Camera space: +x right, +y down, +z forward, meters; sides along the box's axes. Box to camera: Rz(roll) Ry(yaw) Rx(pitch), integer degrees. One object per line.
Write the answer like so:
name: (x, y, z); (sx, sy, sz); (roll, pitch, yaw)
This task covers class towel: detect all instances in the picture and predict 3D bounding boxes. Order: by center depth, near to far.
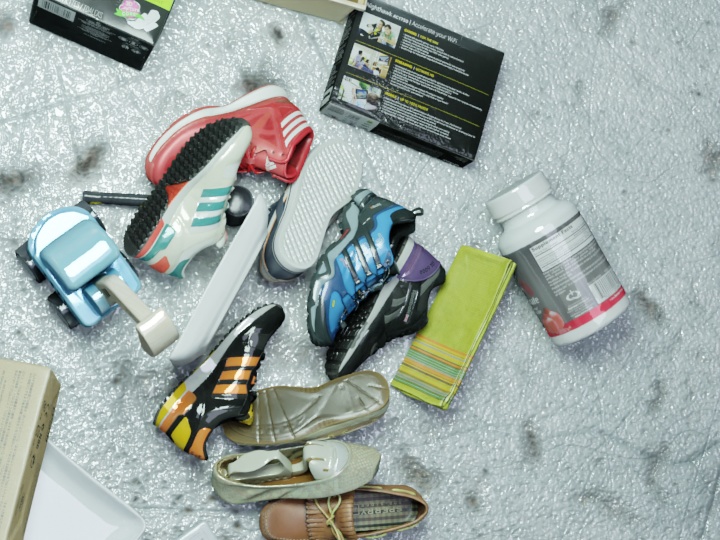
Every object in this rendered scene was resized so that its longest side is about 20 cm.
towel: (0.112, 0.066, 1.732); (0.018, 0.086, 0.201); (41, 72, -53)

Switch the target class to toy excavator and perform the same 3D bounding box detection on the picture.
toy excavator: (-0.283, 0.013, 1.556); (0.100, 0.200, 0.195); (-37, 95, -16)

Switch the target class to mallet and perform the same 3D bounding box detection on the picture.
mallet: (-0.223, -0.078, 1.674); (0.198, 0.066, 0.042); (2, 80, -1)

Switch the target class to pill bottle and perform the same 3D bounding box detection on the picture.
pill bottle: (0.238, -0.018, 1.761); (0.110, 0.111, 0.201); (-31, 93, -17)

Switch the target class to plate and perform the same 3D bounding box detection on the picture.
plate: (-0.373, 0.295, 1.579); (0.200, 0.032, 0.200); (41, 75, -8)
plate: (-0.152, 0.020, 1.587); (0.032, 0.200, 0.201); (28, 82, -4)

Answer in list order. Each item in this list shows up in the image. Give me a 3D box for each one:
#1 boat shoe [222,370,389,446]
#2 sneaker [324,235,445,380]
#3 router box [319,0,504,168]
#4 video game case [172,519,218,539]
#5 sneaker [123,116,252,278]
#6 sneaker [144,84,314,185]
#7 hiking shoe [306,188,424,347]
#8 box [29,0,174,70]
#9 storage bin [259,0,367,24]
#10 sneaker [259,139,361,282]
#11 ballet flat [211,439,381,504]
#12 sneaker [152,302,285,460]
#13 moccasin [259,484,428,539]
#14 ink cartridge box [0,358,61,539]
boat shoe: (-0.060, 0.172, 1.670); (0.198, 0.066, 0.075); (-10, 62, 4)
sneaker: (0.037, 0.061, 1.715); (0.087, 0.076, 0.201); (36, 76, -16)
router box: (0.065, -0.232, 1.763); (0.199, 0.051, 0.150); (21, 77, -14)
video game case: (-0.201, 0.419, 1.631); (0.182, 0.022, 0.201); (-33, 95, -17)
sneaker: (-0.177, -0.079, 1.615); (0.093, 0.070, 0.200); (38, 90, -37)
sneaker: (-0.143, -0.137, 1.652); (0.199, 0.079, 0.116); (-33, 52, -16)
hiking shoe: (0.000, 0.000, 1.660); (0.086, 0.074, 0.201); (17, 74, 17)
box: (-0.274, -0.360, 1.638); (0.148, 0.124, 0.201); (23, 78, -13)
storage bin: (-0.084, -0.421, 1.717); (0.199, 0.094, 0.200); (12, 81, -15)
sneaker: (-0.067, -0.071, 1.700); (0.078, 0.079, 0.201); (38, 53, -13)
ballet flat: (-0.074, 0.228, 1.637); (0.198, 0.063, 0.068); (-11, 49, -1)
sneaker: (-0.143, 0.130, 1.644); (0.090, 0.070, 0.200); (43, 76, 6)
moccasin: (-0.019, 0.287, 1.669); (0.200, 0.078, 0.074); (3, 83, -16)
ink cartridge box: (-0.425, 0.192, 1.524); (0.163, 0.075, 0.201); (10, 71, 3)
